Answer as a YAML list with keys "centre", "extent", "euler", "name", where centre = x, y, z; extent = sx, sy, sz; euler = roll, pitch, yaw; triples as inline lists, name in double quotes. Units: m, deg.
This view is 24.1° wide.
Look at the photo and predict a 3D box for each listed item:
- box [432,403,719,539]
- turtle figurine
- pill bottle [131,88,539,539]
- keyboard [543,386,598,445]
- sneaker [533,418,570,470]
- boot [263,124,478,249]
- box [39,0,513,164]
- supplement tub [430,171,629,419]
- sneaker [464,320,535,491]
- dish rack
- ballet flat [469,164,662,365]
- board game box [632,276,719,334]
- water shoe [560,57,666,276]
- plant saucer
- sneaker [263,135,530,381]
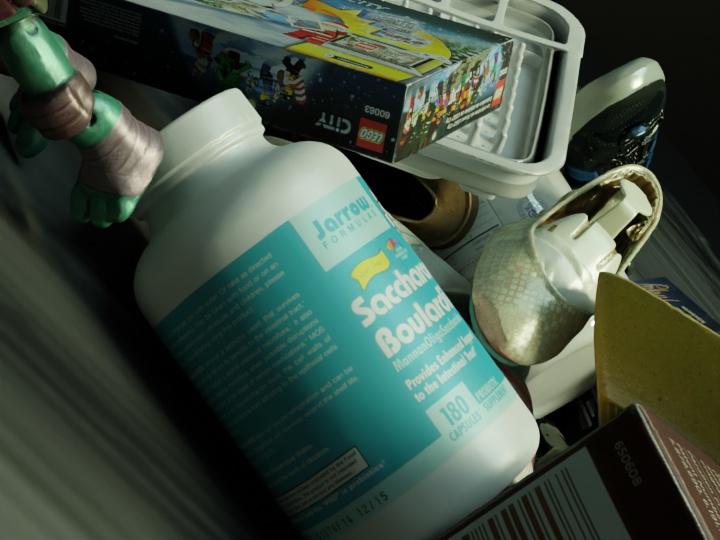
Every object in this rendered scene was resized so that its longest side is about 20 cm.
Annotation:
- centre: [0.119, 0.188, 0.673]
  extent: [0.200, 0.166, 0.165]
  euler: [34, 24, -48]
  name: "box"
- centre: [-0.157, -0.099, 0.622]
  extent: [0.200, 0.100, 0.150]
  euler: [44, 18, -49]
  name: "turtle figurine"
- centre: [-0.021, 0.024, 0.714]
  extent: [0.201, 0.111, 0.111]
  euler: [54, 16, 0]
  name: "pill bottle"
- centre: [0.149, 0.098, 1.060]
  extent: [0.040, 0.104, 0.200]
  euler: [48, 15, -29]
  name: "keyboard"
- centre: [0.101, 0.138, 0.880]
  extent: [0.115, 0.076, 0.200]
  euler: [48, 4, 13]
  name: "sneaker"
- centre: [-0.020, -0.090, 0.959]
  extent: [0.200, 0.074, 0.075]
  euler: [40, 10, 18]
  name: "boot"
- centre: [-0.043, -0.109, 0.803]
  extent: [0.199, 0.038, 0.136]
  euler: [19, 22, 20]
  name: "box"
- centre: [0.075, -0.015, 1.030]
  extent: [0.201, 0.132, 0.132]
  euler: [60, 17, 21]
  name: "supplement tub"
- centre: [0.013, 0.054, 0.797]
  extent: [0.200, 0.075, 0.105]
  euler: [39, 28, -26]
  name: "sneaker"
- centre: [0.035, -0.113, 0.943]
  extent: [0.171, 0.044, 0.200]
  euler: [20, 36, -2]
  name: "dish rack"
- centre: [0.113, -0.014, 0.887]
  extent: [0.068, 0.062, 0.200]
  euler: [49, 31, -2]
  name: "ballet flat"
- centre: [0.206, 0.118, 1.078]
  extent: [0.136, 0.034, 0.202]
  euler: [-115, -163, -75]
  name: "board game box"
- centre: [0.164, -0.057, 1.053]
  extent: [0.079, 0.071, 0.200]
  euler: [57, -16, 21]
  name: "water shoe"
- centre: [0.192, 0.106, 0.852]
  extent: [0.199, 0.049, 0.200]
  euler: [34, -16, 22]
  name: "plant saucer"
- centre: [0.000, 0.000, 0.899]
  extent: [0.200, 0.071, 0.080]
  euler: [40, 3, -17]
  name: "sneaker"
